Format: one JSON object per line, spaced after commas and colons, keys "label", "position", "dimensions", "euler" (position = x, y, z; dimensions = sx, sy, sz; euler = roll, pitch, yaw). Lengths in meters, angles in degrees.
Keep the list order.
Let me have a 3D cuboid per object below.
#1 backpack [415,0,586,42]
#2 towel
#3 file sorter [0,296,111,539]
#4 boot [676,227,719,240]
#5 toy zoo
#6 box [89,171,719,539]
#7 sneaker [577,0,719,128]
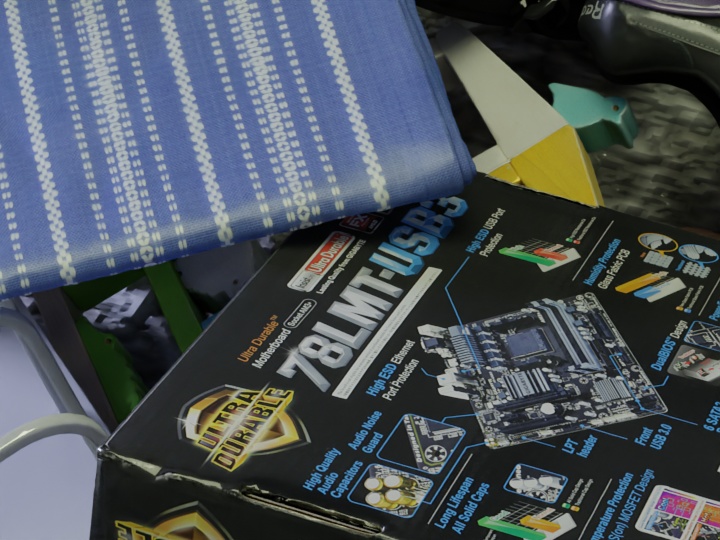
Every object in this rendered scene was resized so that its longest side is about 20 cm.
{"label": "backpack", "position": [0.062, -0.193, 0.939], "dimensions": [0.154, 0.200, 0.163], "euler": [35, 20, 31]}
{"label": "towel", "position": [-0.078, -0.048, 0.779], "dimensions": [0.199, 0.024, 0.145], "euler": [-14, 47, -5]}
{"label": "file sorter", "position": [-0.131, 0.074, 0.775], "dimensions": [0.139, 0.125, 0.200], "euler": [-32, 51, -9]}
{"label": "boot", "position": [0.194, 0.029, 0.853], "dimensions": [0.166, 0.073, 0.200], "euler": [-24, 46, -32]}
{"label": "toy zoo", "position": [0.000, 0.000, 0.874], "dimensions": [0.200, 0.020, 0.131], "euler": [-30, 49, 3]}
{"label": "box", "position": [0.059, 0.046, 0.706], "dimensions": [0.198, 0.050, 0.200], "euler": [15, 28, 14]}
{"label": "sneaker", "position": [0.162, -0.045, 0.866], "dimensions": [0.200, 0.076, 0.088], "euler": [33, 86, 9]}
